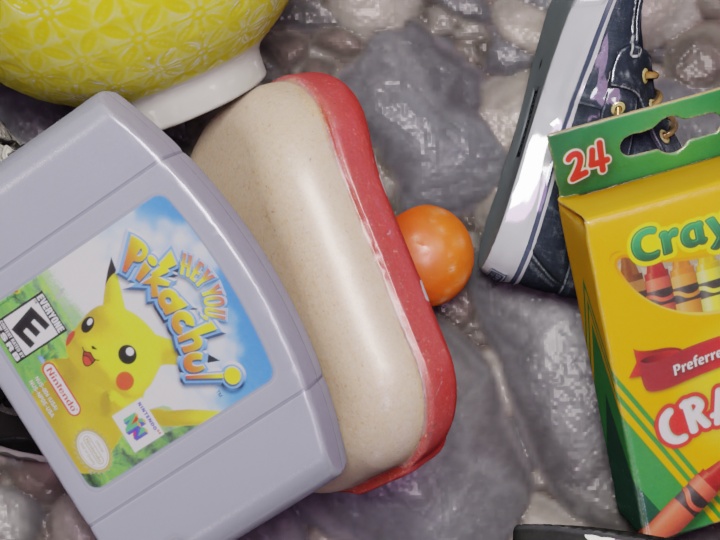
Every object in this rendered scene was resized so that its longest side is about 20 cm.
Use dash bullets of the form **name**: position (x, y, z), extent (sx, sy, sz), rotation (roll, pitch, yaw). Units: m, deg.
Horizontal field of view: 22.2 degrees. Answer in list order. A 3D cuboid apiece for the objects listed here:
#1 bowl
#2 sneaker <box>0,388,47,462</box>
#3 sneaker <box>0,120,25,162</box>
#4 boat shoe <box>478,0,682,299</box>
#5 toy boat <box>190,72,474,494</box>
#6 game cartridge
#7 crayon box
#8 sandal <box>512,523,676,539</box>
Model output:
- **bowl**: position (-0.100, -0.128, 0.873), extent (0.199, 0.200, 0.108), rotation (-25, 106, -7)
- **sneaker**: position (-0.197, 0.031, 0.877), extent (0.199, 0.088, 0.076), rotation (28, 80, 0)
- **sneaker**: position (-0.138, -0.027, 0.882), extent (0.200, 0.078, 0.082), rotation (45, 110, 7)
- **boat shoe**: position (0.130, -0.081, 0.924), extent (0.090, 0.071, 0.202), rotation (17, 95, -6)
- **toy boat**: position (0.000, 0.000, 0.895), extent (0.130, 0.130, 0.202), rotation (-16, 82, -37)
- **game cartridge**: position (-0.098, 0.029, 0.822), extent (0.133, 0.040, 0.201), rotation (-33, 91, 12)
- **crayon box**: position (0.170, 0.018, 0.885), extent (0.126, 0.051, 0.202), rotation (-16, 107, -6)
- **sandal**: position (0.156, 0.153, 0.855), extent (0.199, 0.075, 0.048), rotation (18, 76, -30)
